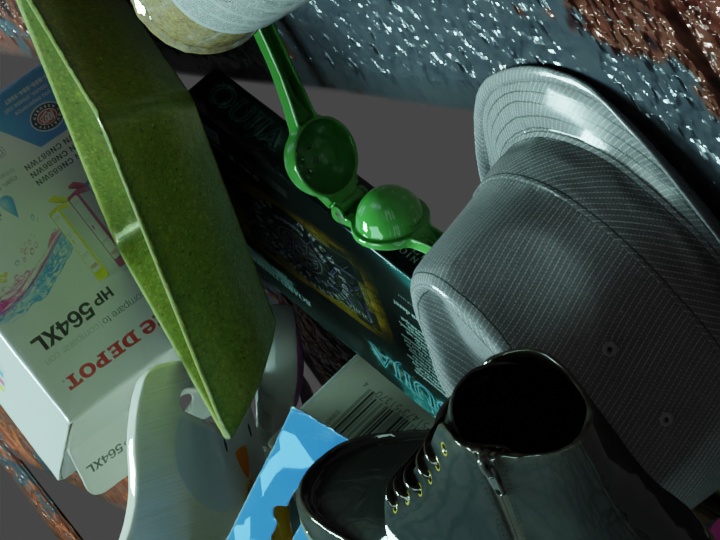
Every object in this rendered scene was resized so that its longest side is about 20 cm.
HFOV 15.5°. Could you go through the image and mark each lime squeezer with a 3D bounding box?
[{"bbox_3d":[0.007,-0.044,1.173,0.200,0.038,0.071,46,131,9],"label":"lime squeezer"}]

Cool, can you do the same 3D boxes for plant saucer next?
[{"bbox_3d":[-0.102,-0.050,1.286,0.200,0.048,0.201,-125,14,-53],"label":"plant saucer"}]

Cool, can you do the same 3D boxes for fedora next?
[{"bbox_3d":[0.085,0.027,1.027,0.200,0.090,0.177,54,161,-18],"label":"fedora"}]

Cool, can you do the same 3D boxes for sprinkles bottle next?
[{"bbox_3d":[-0.036,-0.131,1.017,0.068,0.068,0.200,51,162,-8],"label":"sprinkles bottle"}]

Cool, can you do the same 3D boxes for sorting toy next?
[{"bbox_3d":[-0.080,0.128,1.380,0.200,0.106,0.181,-31,-65,-71],"label":"sorting toy"}]

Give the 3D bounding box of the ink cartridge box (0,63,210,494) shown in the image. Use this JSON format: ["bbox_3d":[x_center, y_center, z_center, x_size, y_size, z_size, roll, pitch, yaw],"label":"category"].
[{"bbox_3d":[-0.158,0.009,1.471,0.200,0.128,0.125,50,162,10],"label":"ink cartridge box"}]

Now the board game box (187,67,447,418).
[{"bbox_3d":[0.000,0.000,1.271,0.200,0.028,0.135,39,160,26],"label":"board game box"}]

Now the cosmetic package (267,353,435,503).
[{"bbox_3d":[0.037,0.145,1.390,0.103,0.087,0.200,31,156,40],"label":"cosmetic package"}]

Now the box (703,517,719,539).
[{"bbox_3d":[0.175,0.212,1.071,0.106,0.122,0.200,-28,115,37],"label":"box"}]

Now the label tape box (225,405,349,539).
[{"bbox_3d":[0.011,0.178,1.226,0.200,0.066,0.144,37,133,9],"label":"label tape box"}]

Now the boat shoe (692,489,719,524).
[{"bbox_3d":[0.110,0.097,1.161,0.199,0.073,0.063,20,140,32],"label":"boat shoe"}]

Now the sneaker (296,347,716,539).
[{"bbox_3d":[0.037,0.069,0.975,0.199,0.075,0.106,6,140,45],"label":"sneaker"}]

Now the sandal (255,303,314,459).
[{"bbox_3d":[-0.035,0.091,1.499,0.203,0.050,0.083,93,176,-61],"label":"sandal"}]
